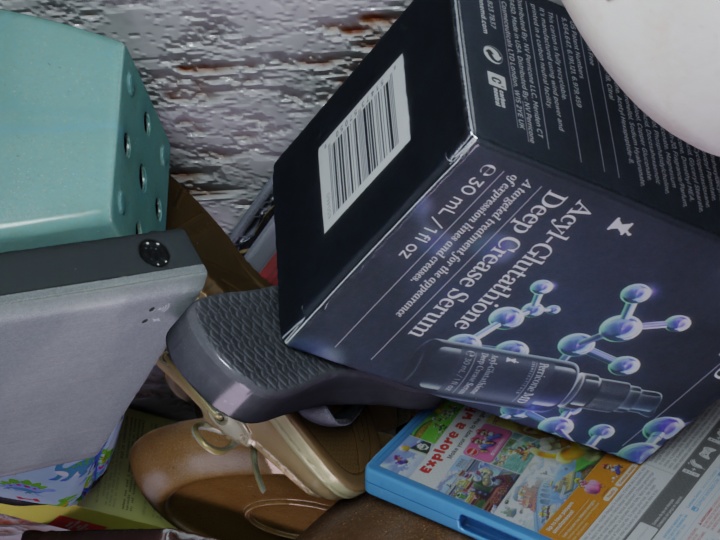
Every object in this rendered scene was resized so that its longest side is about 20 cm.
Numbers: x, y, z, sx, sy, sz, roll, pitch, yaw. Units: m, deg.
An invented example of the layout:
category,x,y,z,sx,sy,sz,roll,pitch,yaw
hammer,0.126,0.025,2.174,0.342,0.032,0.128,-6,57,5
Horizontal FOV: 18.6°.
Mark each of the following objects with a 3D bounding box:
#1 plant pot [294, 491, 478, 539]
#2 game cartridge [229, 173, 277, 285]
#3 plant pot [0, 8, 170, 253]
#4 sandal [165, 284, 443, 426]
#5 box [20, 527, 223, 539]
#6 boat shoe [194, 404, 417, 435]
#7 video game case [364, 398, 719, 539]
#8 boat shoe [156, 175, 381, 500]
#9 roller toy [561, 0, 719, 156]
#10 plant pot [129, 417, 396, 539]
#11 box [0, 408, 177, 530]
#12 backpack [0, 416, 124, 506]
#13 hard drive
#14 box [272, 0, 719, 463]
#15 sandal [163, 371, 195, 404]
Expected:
category,x,y,z,sx,sy,sz,roll,pitch,yaw
plant pot,0.072,0.146,1.095,0.186,0.200,0.188,30,149,20
game cartridge,0.000,0.000,1.117,0.132,0.041,0.200,10,152,-18
plant pot,-0.192,-0.034,0.976,0.198,0.142,0.142,-3,152,9
sandal,-0.025,0.039,0.983,0.043,0.076,0.200,-49,154,22
box,-0.105,0.247,1.280,0.165,0.166,0.199,18,165,-30
boat shoe,0.001,0.091,1.270,0.199,0.072,0.076,21,124,-29
video game case,0.122,0.095,1.021,0.199,0.143,0.018,21,129,26
boat shoe,-0.068,0.036,1.054,0.063,0.200,0.073,-45,168,27
roller toy,0.136,-0.134,0.682,0.139,0.184,0.199,-19,145,39
plant pot,-0.032,0.128,1.215,0.198,0.028,0.200,6,155,3
box,-0.170,0.117,1.322,0.199,0.076,0.050,16,152,-23
backpack,-0.186,0.050,1.150,0.162,0.155,0.200,19,137,-13
hard drive,-0.175,0.045,0.899,0.199,0.033,0.140,-9,148,-39
box,0.083,-0.019,0.957,0.199,0.108,0.148,19,135,-26
sandal,-0.018,0.044,1.107,0.199,0.054,0.080,-12,148,28
